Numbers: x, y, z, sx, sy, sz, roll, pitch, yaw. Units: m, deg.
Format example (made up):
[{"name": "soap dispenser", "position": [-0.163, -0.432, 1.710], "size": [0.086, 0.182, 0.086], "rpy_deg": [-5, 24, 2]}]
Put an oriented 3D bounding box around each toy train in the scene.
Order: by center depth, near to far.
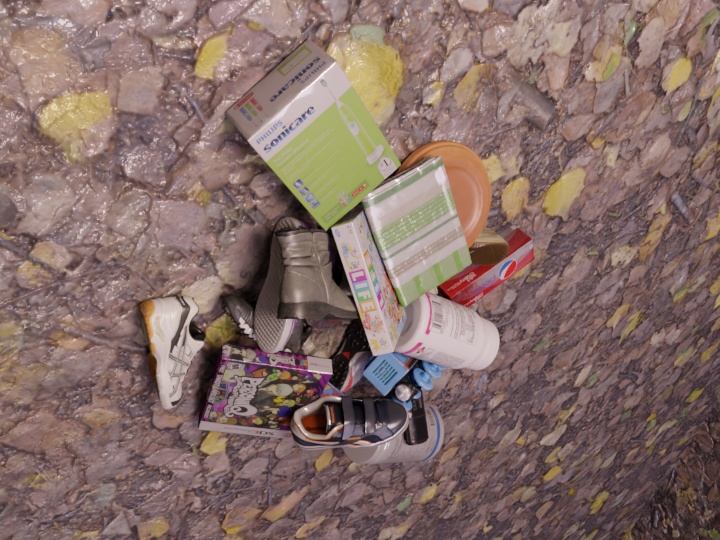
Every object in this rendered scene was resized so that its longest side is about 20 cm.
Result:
[{"name": "toy train", "position": [0.085, 0.172, 1.178], "size": [0.087, 0.114, 0.200], "rpy_deg": [-47, 173, 22]}]

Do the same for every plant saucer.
[{"name": "plant saucer", "position": [0.138, -0.108, 1.056], "size": [0.198, 0.037, 0.202], "rpy_deg": [-8, 107, -27]}]

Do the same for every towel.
[{"name": "towel", "position": [0.088, -0.061, 1.009], "size": [0.148, 0.031, 0.201], "rpy_deg": [-29, 119, -16]}]

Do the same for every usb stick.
[{"name": "usb stick", "position": [0.100, 0.245, 1.288], "size": [0.055, 0.032, 0.202], "rpy_deg": [-5, 86, -36]}]

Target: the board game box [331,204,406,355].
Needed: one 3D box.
[{"name": "board game box", "position": [0.018, 0.009, 0.983], "size": [0.034, 0.135, 0.202], "rpy_deg": [-13, 105, 17]}]

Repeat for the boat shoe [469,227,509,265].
[{"name": "boat shoe", "position": [0.173, -0.051, 1.163], "size": [0.198, 0.065, 0.073], "rpy_deg": [0, 132, -27]}]

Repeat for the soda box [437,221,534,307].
[{"name": "soda box", "position": [0.237, -0.004, 1.243], "size": [0.199, 0.070, 0.064], "rpy_deg": [-34, 139, -9]}]

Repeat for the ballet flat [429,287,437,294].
[{"name": "ballet flat", "position": [0.114, 0.044, 1.193], "size": [0.072, 0.072, 0.202], "rpy_deg": [-22, 134, -21]}]

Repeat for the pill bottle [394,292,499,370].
[{"name": "pill bottle", "position": [0.143, 0.108, 1.132], "size": [0.199, 0.114, 0.114], "rpy_deg": [21, 110, -34]}]

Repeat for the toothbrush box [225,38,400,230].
[{"name": "toothbrush box", "position": [-0.057, -0.174, 0.867], "size": [0.145, 0.086, 0.200], "rpy_deg": [-41, 139, 1]}]

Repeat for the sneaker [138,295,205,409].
[{"name": "sneaker", "position": [-0.270, 0.125, 0.963], "size": [0.087, 0.076, 0.201], "rpy_deg": [-15, 132, -27]}]

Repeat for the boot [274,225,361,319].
[{"name": "boot", "position": [-0.050, 0.004, 0.932], "size": [0.199, 0.067, 0.132], "rpy_deg": [8, 81, -60]}]

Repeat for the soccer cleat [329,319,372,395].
[{"name": "soccer cleat", "position": [0.001, 0.147, 1.205], "size": [0.201, 0.068, 0.073], "rpy_deg": [-55, 153, 15]}]

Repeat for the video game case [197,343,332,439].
[{"name": "video game case", "position": [-0.161, 0.205, 1.070], "size": [0.180, 0.036, 0.201], "rpy_deg": [11, 131, -19]}]

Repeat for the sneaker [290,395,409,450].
[{"name": "sneaker", "position": [-0.017, 0.247, 1.062], "size": [0.198, 0.079, 0.080], "rpy_deg": [-10, 143, -4]}]

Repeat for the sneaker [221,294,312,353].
[{"name": "sneaker", "position": [-0.141, 0.074, 1.031], "size": [0.091, 0.066, 0.200], "rpy_deg": [-47, 140, -3]}]

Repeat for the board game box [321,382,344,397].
[{"name": "board game box", "position": [-0.110, 0.257, 1.176], "size": [0.157, 0.039, 0.200], "rpy_deg": [-23, 140, 15]}]

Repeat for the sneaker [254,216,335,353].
[{"name": "sneaker", "position": [-0.088, 0.030, 0.983], "size": [0.114, 0.072, 0.203], "rpy_deg": [18, 86, -51]}]

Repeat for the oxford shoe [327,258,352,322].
[{"name": "oxford shoe", "position": [0.000, 0.000, 1.070], "size": [0.200, 0.070, 0.075], "rpy_deg": [-45, 132, 0]}]

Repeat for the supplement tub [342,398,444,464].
[{"name": "supplement tub", "position": [0.068, 0.334, 1.353], "size": [0.199, 0.132, 0.133], "rpy_deg": [12, 116, -41]}]
